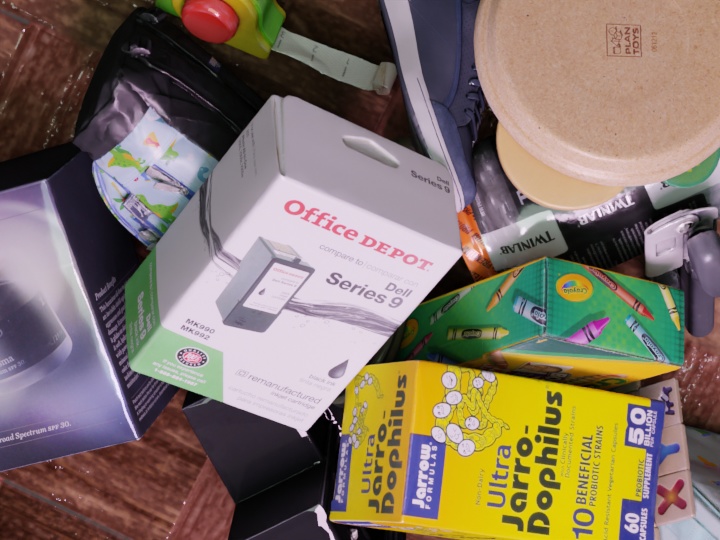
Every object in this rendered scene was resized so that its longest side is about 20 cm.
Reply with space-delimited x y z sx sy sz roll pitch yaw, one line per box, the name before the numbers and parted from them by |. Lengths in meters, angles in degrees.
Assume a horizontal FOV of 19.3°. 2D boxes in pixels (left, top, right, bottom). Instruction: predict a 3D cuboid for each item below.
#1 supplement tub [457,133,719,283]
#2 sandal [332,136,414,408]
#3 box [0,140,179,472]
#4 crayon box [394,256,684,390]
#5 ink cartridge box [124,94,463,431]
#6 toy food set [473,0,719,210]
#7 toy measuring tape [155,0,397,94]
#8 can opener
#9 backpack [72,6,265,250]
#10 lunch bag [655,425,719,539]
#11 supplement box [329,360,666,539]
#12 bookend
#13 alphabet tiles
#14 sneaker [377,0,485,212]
supplement tub | 0.161 -0.061 1.506 0.199 0.123 0.123 -25 104 6
sandal | 0.000 -0.001 1.535 0.057 0.080 0.202 13 88 -27
box | -0.261 0.033 1.517 0.199 0.123 0.199 -15 104 16
crayon box | 0.119 0.049 1.485 0.118 0.200 0.059 13 71 -29
ink cartridge box | -0.047 -0.002 1.407 0.146 0.084 0.200 21 128 -25
toy food set | 0.174 -0.146 1.422 0.197 0.049 0.201 -14 79 -7
toy measuring tape | -0.062 -0.183 1.497 0.199 0.074 0.074 22 104 -3
can opener | 0.232 0.015 1.492 0.053 0.200 0.067 -20 63 -1
backpack | -0.107 -0.071 1.498 0.199 0.163 0.154 27 112 -14
lunch bag | 0.269 0.187 1.526 0.160 0.200 0.077 10 112 -35
supplement box | 0.094 0.130 1.443 0.199 0.109 0.109 10 80 -26
bookend | -0.052 0.149 1.523 0.092 0.199 0.201 -26 103 9
alphabet tiles | 0.157 0.150 1.537 0.200 0.006 0.167 -22 65 42
sneaker | 0.095 -0.145 1.470 0.146 0.077 0.203 -12 67 0
